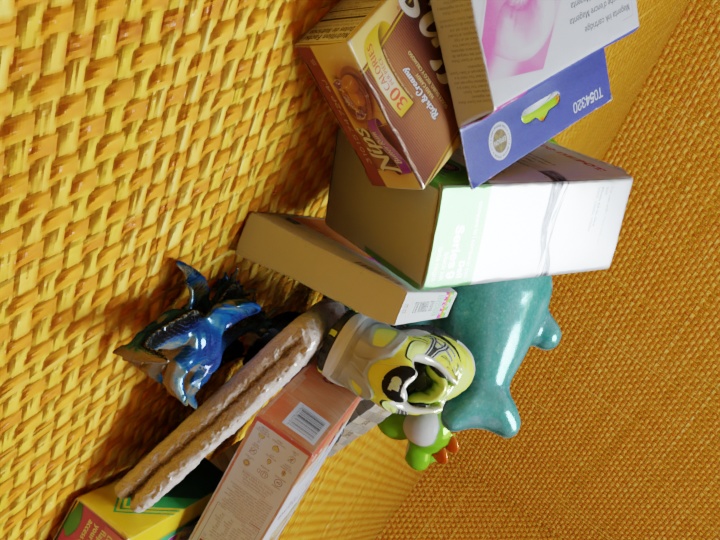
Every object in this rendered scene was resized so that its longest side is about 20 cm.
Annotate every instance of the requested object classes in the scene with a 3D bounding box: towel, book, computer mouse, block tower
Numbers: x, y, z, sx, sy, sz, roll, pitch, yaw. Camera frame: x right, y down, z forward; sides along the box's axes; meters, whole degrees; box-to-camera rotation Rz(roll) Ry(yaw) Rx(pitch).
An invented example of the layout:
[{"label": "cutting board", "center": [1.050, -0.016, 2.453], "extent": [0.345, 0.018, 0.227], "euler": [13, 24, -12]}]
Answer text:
[{"label": "towel", "center": [-0.094, 0.101, 0.690], "extent": [0.200, 0.035, 0.133], "euler": [-43, 180, 11]}, {"label": "book", "center": [0.000, 0.000, 0.725], "extent": [0.049, 0.132, 0.200], "euler": [-66, 164, 5]}, {"label": "computer mouse", "center": [-0.098, 0.064, 0.762], "extent": [0.059, 0.034, 0.199], "euler": [-45, 165, 19]}, {"label": "block tower", "center": [-0.059, 0.166, 0.892], "extent": [0.199, 0.058, 0.054], "euler": [-38, 153, 8]}]

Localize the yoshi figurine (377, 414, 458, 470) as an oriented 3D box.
[{"label": "yoshi figurine", "center": [0.061, 0.121, 0.979], "extent": [0.112, 0.111, 0.203], "euler": [-114, -151, -60]}]

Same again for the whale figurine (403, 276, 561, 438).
[{"label": "whale figurine", "center": [0.118, 0.048, 0.831], "extent": [0.104, 0.157, 0.203], "euler": [120, -22, -64]}]

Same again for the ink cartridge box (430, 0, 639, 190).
[{"label": "ink cartridge box", "center": [0.126, -0.185, 0.616], "extent": [0.196, 0.043, 0.203], "euler": [-34, 117, -37]}]

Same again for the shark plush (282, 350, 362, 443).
[{"label": "shark plush", "center": [-0.038, 0.119, 0.815], "extent": [0.200, 0.084, 0.091], "euler": [-42, 148, 9]}]

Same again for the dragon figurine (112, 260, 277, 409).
[{"label": "dragon figurine", "center": [-0.106, 0.032, 0.592], "extent": [0.100, 0.058, 0.200], "euler": [-56, 170, -11]}]

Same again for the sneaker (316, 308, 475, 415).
[{"label": "sneaker", "center": [0.044, 0.087, 0.704], "extent": [0.199, 0.076, 0.076], "euler": [14, 107, -57]}]

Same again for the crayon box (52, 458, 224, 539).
[{"label": "crayon box", "center": [-0.207, 0.258, 0.737], "extent": [0.202, 0.058, 0.172], "euler": [-60, 164, 10]}]

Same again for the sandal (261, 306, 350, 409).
[{"label": "sandal", "center": [-0.041, 0.080, 0.897], "extent": [0.079, 0.058, 0.202], "euler": [-1, 134, -43]}]

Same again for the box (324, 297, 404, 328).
[{"label": "box", "center": [0.023, 0.045, 0.997], "extent": [0.164, 0.086, 0.202], "euler": [-36, 155, -56]}]

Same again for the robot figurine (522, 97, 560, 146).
[{"label": "robot figurine", "center": [0.160, -0.099, 0.947], "extent": [0.201, 0.114, 0.178], "euler": [-110, -163, -57]}]

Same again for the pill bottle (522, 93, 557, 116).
[{"label": "pill bottle", "center": [0.140, -0.201, 0.814], "extent": [0.200, 0.112, 0.114], "euler": [-35, 154, -55]}]

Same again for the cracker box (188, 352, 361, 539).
[{"label": "cracker box", "center": [-0.078, 0.181, 0.755], "extent": [0.201, 0.057, 0.134], "euler": [-60, 172, 24]}]

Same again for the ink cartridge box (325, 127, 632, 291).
[{"label": "ink cartridge box", "center": [0.094, -0.056, 0.718], "extent": [0.198, 0.146, 0.085], "euler": [-5, 115, -32]}]

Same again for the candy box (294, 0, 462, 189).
[{"label": "candy box", "center": [0.056, -0.165, 0.617], "extent": [0.201, 0.056, 0.117], "euler": [-50, 127, -24]}]
